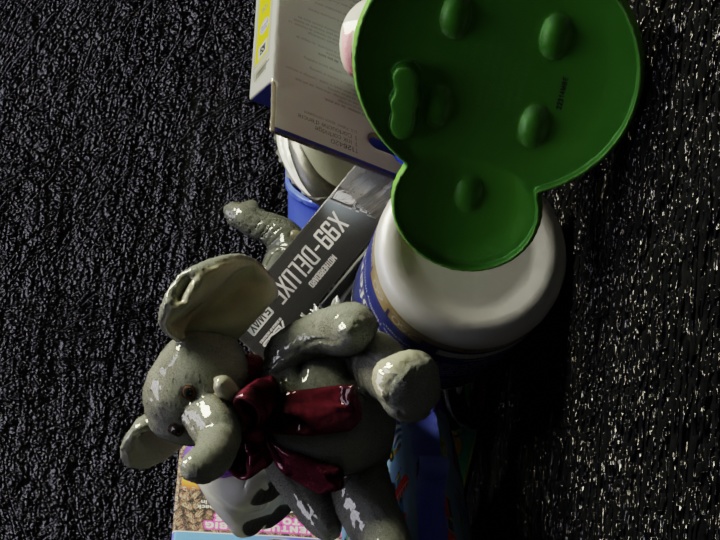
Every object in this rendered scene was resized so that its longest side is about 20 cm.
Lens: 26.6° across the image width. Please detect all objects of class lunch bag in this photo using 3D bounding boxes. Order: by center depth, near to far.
[{"bbox_3d":[0.041,0.181,0.996,0.200,0.094,0.151,98,172,-51],"label":"lunch bag"}]

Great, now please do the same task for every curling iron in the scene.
[{"bbox_3d":[0.082,0.021,1.097,0.026,0.050,0.200,2,79,41],"label":"curling iron"}]

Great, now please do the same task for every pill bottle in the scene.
[{"bbox_3d":[0.055,0.013,0.976,0.200,0.115,0.116,112,162,-73],"label":"pill bottle"}]

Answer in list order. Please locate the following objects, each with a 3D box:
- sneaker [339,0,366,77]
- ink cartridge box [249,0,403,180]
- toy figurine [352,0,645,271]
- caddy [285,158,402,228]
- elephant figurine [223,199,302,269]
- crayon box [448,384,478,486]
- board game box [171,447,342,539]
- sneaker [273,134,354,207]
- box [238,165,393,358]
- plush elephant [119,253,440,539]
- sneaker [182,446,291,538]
[{"bbox_3d":[0.084,-0.176,1.016,0.200,0.105,0.075,-39,-53,-40],"label":"sneaker"},{"bbox_3d":[0.020,-0.126,1.050,0.047,0.197,0.200,-44,34,46],"label":"ink cartridge box"},{"bbox_3d":[0.081,-0.129,0.864,0.184,0.150,0.200,-73,-7,-56],"label":"toy figurine"},{"bbox_3d":[-0.009,-0.083,1.561,0.200,0.141,0.105,-98,12,-63],"label":"caddy"},{"bbox_3d":[-0.034,0.030,1.405,0.155,0.200,0.142,-99,16,-67],"label":"elephant figurine"},{"bbox_3d":[0.045,0.152,1.208,0.119,0.058,0.200,-93,10,-55],"label":"crayon box"},{"bbox_3d":[-0.068,0.187,1.213,0.200,0.159,0.097,-92,8,-53],"label":"board game box"},{"bbox_3d":[-0.010,-0.134,1.127,0.079,0.074,0.200,-32,42,50],"label":"sneaker"},{"bbox_3d":[0.000,0.000,1.124,0.158,0.050,0.200,-49,-16,8],"label":"box"},{"bbox_3d":[-0.059,0.082,0.906,0.200,0.155,0.165,-120,33,-53],"label":"plush elephant"},{"bbox_3d":[-0.040,0.109,1.051,0.200,0.083,0.081,-17,-38,-51],"label":"sneaker"}]
